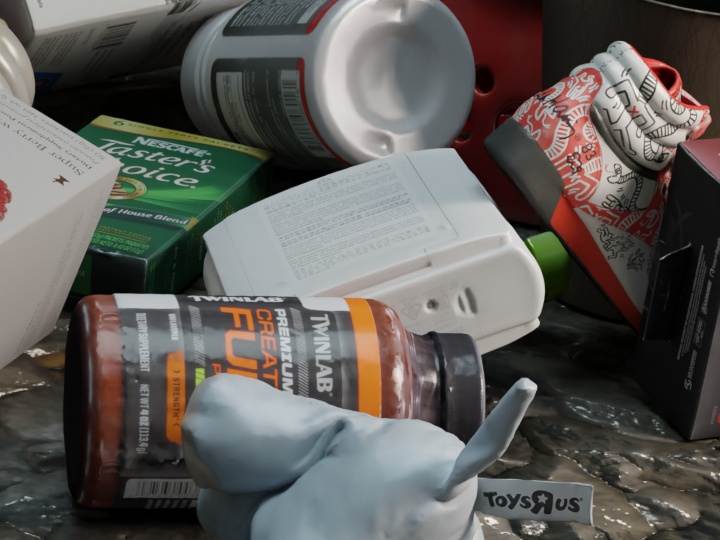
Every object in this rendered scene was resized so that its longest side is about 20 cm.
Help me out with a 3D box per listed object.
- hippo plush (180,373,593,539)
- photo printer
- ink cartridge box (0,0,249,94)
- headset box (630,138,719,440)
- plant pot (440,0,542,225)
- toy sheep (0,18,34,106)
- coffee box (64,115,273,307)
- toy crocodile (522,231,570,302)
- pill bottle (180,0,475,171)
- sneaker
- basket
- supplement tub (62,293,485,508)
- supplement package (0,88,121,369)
[{"bbox_3d":[-0.013,0.150,1.286,0.200,0.159,0.161,3,49,34],"label":"hippo plush"},{"bbox_3d":[0.000,0.000,1.623,0.166,0.070,0.200,-20,20,-4],"label":"photo printer"},{"bbox_3d":[-0.149,-0.185,1.958,0.200,0.084,0.146,-14,-11,-24],"label":"ink cartridge box"},{"bbox_3d":[0.242,0.005,1.621,0.200,0.149,0.075,-4,31,-24],"label":"headset box"},{"bbox_3d":[0.134,-0.143,1.917,0.200,0.183,0.200,4,21,-1],"label":"plant pot"},{"bbox_3d":[-0.261,-0.099,1.785,0.138,0.138,0.200,12,42,14],"label":"toy sheep"},{"bbox_3d":[-0.141,-0.034,1.763,0.123,0.044,0.200,13,24,17],"label":"coffee box"},{"bbox_3d":[0.049,-0.021,1.756,0.067,0.062,0.200,-8,26,-30],"label":"toy crocodile"},{"bbox_3d":[-0.025,-0.118,1.847,0.114,0.114,0.200,-7,7,-28],"label":"pill bottle"},{"bbox_3d":[0.155,-0.044,1.639,0.108,0.201,0.067,-40,47,3],"label":"sneaker"},{"bbox_3d":[0.171,-0.082,1.750,0.136,0.200,0.180,-12,29,-37],"label":"basket"},{"bbox_3d":[-0.043,0.064,1.474,0.200,0.107,0.107,0,23,-12],"label":"supplement tub"},{"bbox_3d":[-0.234,-0.009,1.550,0.121,0.120,0.200,31,29,10],"label":"supplement package"}]
